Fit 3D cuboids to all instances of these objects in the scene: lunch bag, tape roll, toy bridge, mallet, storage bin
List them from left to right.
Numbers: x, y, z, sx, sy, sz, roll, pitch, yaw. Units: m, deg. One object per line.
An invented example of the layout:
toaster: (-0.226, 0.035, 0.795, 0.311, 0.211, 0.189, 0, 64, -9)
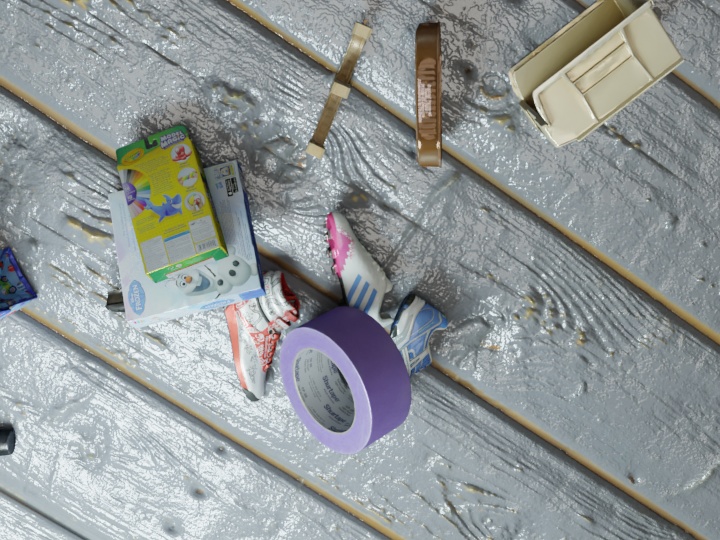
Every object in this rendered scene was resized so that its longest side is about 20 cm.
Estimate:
lunch bag: (-0.575, 0.061, 1.518, 0.150, 0.200, 0.095, -26, 105, 7)
mallet: (-0.567, 0.194, 1.645, 0.065, 0.041, 0.202, 7, 102, -1)
toy bridge: (-0.029, -0.259, 1.499, 0.027, 0.067, 0.201, 21, 103, -7)
tape roll: (-0.024, 0.160, 1.550, 0.085, 0.199, 0.202, -26, 110, -38)
storage bin: (0.306, -0.273, 1.430, 0.198, 0.200, 0.094, -37, 106, 10)

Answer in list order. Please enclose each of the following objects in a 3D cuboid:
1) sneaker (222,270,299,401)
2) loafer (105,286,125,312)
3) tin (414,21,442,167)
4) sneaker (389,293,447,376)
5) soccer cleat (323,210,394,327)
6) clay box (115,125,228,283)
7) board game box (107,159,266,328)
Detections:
sneaker: (-0.140, 0.098, 1.602, 0.107, 0.067, 0.203, -10, 103, 5)
loafer: (-0.293, 0.001, 1.579, 0.199, 0.073, 0.072, -25, 85, -1)
tin: (0.096, -0.244, 1.483, 0.041, 0.112, 0.202, 1, 106, 9)
sneaker: (0.065, 0.139, 1.610, 0.076, 0.076, 0.201, 23, 106, -3)
soccer cleat: (0.000, 0.000, 1.580, 0.086, 0.070, 0.202, -14, 111, -6)
clay box: (-0.268, -0.096, 1.495, 0.114, 0.048, 0.202, -19, 70, 2)
board game box: (-0.250, -0.038, 1.523, 0.197, 0.043, 0.202, -14, 72, 3)
